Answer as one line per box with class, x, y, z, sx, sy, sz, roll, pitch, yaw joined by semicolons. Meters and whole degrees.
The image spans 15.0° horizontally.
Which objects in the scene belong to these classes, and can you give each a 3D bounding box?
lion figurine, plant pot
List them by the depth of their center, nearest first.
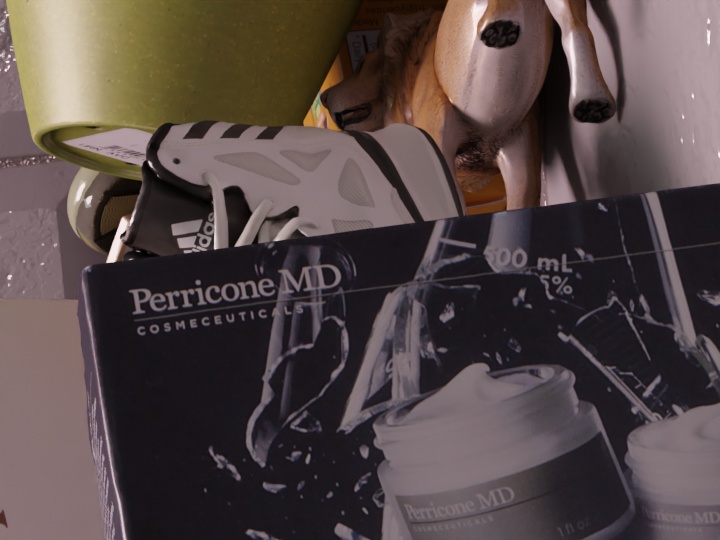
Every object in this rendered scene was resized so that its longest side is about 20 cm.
lion figurine;0.047;-0.084;0.971;0.200;0.072;0.123;120;153;-51
plant pot;-0.064;-0.139;1.049;0.187;0.187;0.200;133;146;-77

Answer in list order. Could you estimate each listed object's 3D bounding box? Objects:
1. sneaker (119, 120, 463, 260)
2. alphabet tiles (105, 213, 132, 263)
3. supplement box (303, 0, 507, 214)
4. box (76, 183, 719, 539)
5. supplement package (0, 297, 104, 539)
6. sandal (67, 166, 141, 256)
sneaker;-0.014;0.012;0.861;0.201;0.115;0.076;-122;41;-57
alphabet tiles;-0.074;0.016;1.251;0.008;0.167;0.200;35;119;23
supplement box;0.008;-0.098;1.144;0.067;0.069;0.200;113;151;-62
box;0.039;0.087;0.689;0.104;0.200;0.182;98;162;-62
supplement package;-0.172;0.109;1.152;0.200;0.117;0.117;-44;55;43
sandal;-0.077;-0.044;1.249;0.080;0.057;0.201;-59;-23;9
